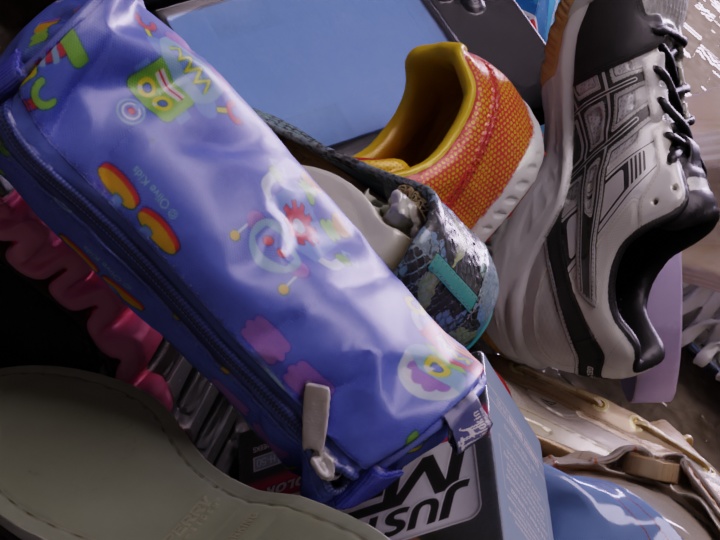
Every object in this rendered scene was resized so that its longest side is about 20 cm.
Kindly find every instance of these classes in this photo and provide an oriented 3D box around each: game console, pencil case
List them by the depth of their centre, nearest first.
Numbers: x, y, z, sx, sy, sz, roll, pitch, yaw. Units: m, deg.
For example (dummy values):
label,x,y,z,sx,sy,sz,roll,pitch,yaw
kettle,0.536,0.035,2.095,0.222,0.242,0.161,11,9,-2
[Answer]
label,x,y,z,sx,sy,sz,roll,pitch,yaw
pencil case,-0.045,-0.005,0.883,0.200,0.078,0.087,48,28,-3
game console,-0.021,-0.135,1.099,0.199,0.117,0.176,-19,60,-26

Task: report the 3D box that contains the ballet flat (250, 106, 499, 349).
label,x,y,z,sx,sy,sz,roll,pitch,yaw
ballet flat,-0.037,-0.029,0.979,0.199,0.075,0.074,20,17,32

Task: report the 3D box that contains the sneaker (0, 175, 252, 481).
label,x,y,z,sx,sy,sz,roll,pitch,yaw
sneaker,-0.108,0.019,0.971,0.201,0.095,0.079,60,37,-18

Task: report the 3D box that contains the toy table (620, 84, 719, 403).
label,x,y,z,sx,sy,sz,roll,pitch,yaw
toy table,0.172,-0.040,1.209,0.116,0.184,0.202,-1,78,-1

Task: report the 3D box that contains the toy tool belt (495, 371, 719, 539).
label,x,y,z,sx,sy,sz,roll,pitch,yaw
toy tool belt,0.075,0.117,1.010,0.200,0.125,0.123,45,21,9

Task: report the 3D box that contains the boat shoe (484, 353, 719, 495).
label,x,y,z,sx,sy,sz,roll,pitch,yaw
boat shoe,0.119,0.093,1.142,0.199,0.074,0.069,30,37,-18

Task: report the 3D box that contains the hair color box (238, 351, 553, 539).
label,x,y,z,sx,sy,sz,roll,pitch,yaw
hair color box,0.016,0.132,0.906,0.201,0.098,0.061,-95,159,-43

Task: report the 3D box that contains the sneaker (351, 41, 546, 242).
label,x,y,z,sx,sy,sz,roll,pitch,yaw
sneaker,0.000,0.000,1.053,0.077,0.073,0.201,40,65,-35

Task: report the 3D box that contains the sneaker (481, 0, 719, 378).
label,x,y,z,sx,sy,sz,roll,pitch,yaw
sneaker,0.117,-0.051,1.109,0.087,0.202,0.075,18,4,30

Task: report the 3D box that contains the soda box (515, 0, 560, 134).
label,x,y,z,sx,sy,sz,roll,pitch,yaw
soda box,0.052,-0.071,1.199,0.068,0.064,0.201,64,33,-47

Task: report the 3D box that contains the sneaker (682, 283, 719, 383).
label,x,y,z,sx,sy,sz,roll,pitch,yaw
sneaker,0.194,0.037,1.299,0.199,0.081,0.147,34,25,-24

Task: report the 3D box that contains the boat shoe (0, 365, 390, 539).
label,x,y,z,sx,sy,sz,roll,pitch,yaw
boat shoe,-0.065,0.094,0.884,0.200,0.061,0.072,26,51,36
